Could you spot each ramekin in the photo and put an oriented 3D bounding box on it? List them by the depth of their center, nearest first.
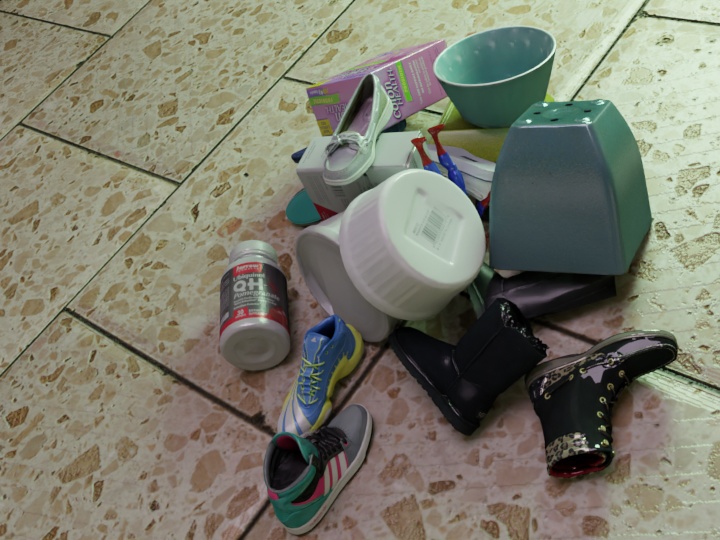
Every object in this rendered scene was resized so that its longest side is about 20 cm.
[{"bbox_3d":[0.078,-0.041,1.281,0.098,0.199,0.202,-36,26,52],"label":"ramekin"},{"bbox_3d":[0.000,0.000,1.390,0.094,0.204,0.201,-39,43,-27],"label":"ramekin"}]

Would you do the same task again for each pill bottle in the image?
[{"bbox_3d":[-0.170,0.050,1.484,0.110,0.111,0.201,-18,45,11],"label":"pill bottle"}]

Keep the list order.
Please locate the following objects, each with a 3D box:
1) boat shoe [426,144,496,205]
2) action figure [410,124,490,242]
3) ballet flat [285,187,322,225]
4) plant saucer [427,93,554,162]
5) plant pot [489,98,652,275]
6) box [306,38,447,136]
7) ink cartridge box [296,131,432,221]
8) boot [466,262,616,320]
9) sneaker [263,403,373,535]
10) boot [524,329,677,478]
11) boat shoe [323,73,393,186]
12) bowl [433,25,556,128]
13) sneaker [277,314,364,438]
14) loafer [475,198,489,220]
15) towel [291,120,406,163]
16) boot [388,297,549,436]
[{"bbox_3d":[0.157,-0.150,1.468,0.070,0.071,0.199,-6,24,-35],"label":"boat shoe"},{"bbox_3d":[0.155,-0.114,1.363,0.065,0.201,0.099,-35,20,-27],"label":"action figure"},{"bbox_3d":[-0.042,-0.136,1.618,0.199,0.072,0.073,-29,39,31],"label":"ballet flat"},{"bbox_3d":[0.215,-0.257,1.580,0.198,0.048,0.200,1,40,24],"label":"plant saucer"},{"bbox_3d":[0.289,-0.128,1.302,0.194,0.202,0.196,3,27,29],"label":"plant pot"},{"bbox_3d":[0.039,-0.319,1.632,0.199,0.098,0.175,-33,21,-32],"label":"box"},{"bbox_3d":[0.021,-0.135,1.461,0.198,0.146,0.084,2,49,29],"label":"ink cartridge box"},{"bbox_3d":[0.252,0.004,1.343,0.198,0.066,0.166,-23,46,7],"label":"boot"},{"bbox_3d":[-0.063,0.241,1.248,0.083,0.121,0.201,14,58,35],"label":"sneaker"},{"bbox_3d":[0.311,0.168,1.157,0.202,0.074,0.155,-21,41,19],"label":"boot"},{"bbox_3d":[-0.009,-0.209,1.390,0.074,0.065,0.203,5,51,31],"label":"boat shoe"},{"bbox_3d":[0.225,-0.305,1.506,0.198,0.106,0.202,-13,35,9],"label":"bowl"},{"bbox_3d":[-0.073,0.148,1.349,0.075,0.105,0.201,11,56,34],"label":"sneaker"},{"bbox_3d":[0.273,-0.143,1.467,0.198,0.072,0.063,-19,39,13],"label":"loafer"},{"bbox_3d":[-0.017,-0.223,1.653,0.199,0.049,0.111,-28,18,-23],"label":"towel"},{"bbox_3d":[0.146,0.100,1.264,0.169,0.076,0.200,-50,49,13],"label":"boot"}]
